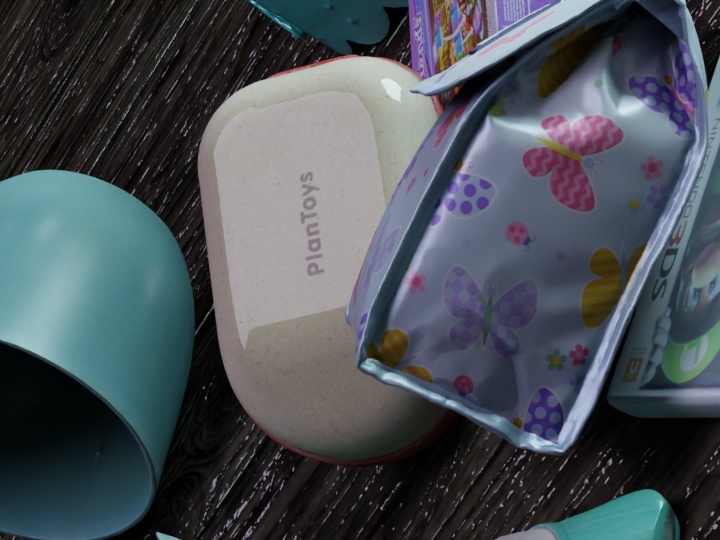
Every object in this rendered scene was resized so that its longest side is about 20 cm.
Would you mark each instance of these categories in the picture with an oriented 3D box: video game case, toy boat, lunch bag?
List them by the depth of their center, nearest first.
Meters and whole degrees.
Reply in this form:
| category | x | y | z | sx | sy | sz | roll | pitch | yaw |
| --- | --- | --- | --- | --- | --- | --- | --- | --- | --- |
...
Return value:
| category | x | y | z | sx | sy | sz | roll | pitch | yaw |
| --- | --- | --- | --- | --- | --- | --- | --- | --- | --- |
| video game case | 0.184 | -0.027 | 1.169 | 0.200 | 0.023 | 0.182 | -6 | 63 | 64 |
| lunch bag | 0.075 | -0.038 | 1.242 | 0.200 | 0.127 | 0.170 | -63 | 3 | 5 |
| toy boat | 0.000 | 0.000 | 1.432 | 0.130 | 0.131 | 0.200 | -12 | 74 | 20 |

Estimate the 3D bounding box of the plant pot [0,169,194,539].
| category | x | y | z | sx | sy | sz | roll | pitch | yaw |
| --- | --- | --- | --- | --- | --- | --- | --- | --- | --- |
| plant pot | -0.189 | 0.039 | 1.711 | 0.201 | 0.200 | 0.161 | -37 | 24 | 49 |

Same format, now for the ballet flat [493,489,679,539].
| category | x | y | z | sx | sy | sz | roll | pitch | yaw |
| --- | --- | --- | --- | --- | --- | --- | --- | --- | --- |
| ballet flat | 0.052 | 0.156 | 1.214 | 0.200 | 0.070 | 0.067 | -50 | 27 | 32 |

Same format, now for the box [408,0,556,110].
| category | x | y | z | sx | sy | sz | roll | pitch | yaw |
| --- | --- | --- | --- | --- | --- | --- | --- | --- | --- |
| box | 0.060 | -0.160 | 1.443 | 0.137 | 0.039 | 0.200 | 131 | 139 | -65 |

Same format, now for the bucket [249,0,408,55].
| category | x | y | z | sx | sy | sz | roll | pitch | yaw |
| --- | --- | --- | --- | --- | --- | --- | --- | --- | --- |
| bucket | -0.026 | -0.246 | 1.696 | 0.207 | 0.135 | 0.207 | -48 | 29 | 37 |

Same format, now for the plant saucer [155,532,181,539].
| category | x | y | z | sx | sy | sz | roll | pitch | yaw |
| --- | --- | --- | --- | --- | --- | --- | --- | --- | --- |
| plant saucer | -0.038 | 0.204 | 1.288 | 0.039 | 0.201 | 0.201 | -22 | 26 | -6 |
